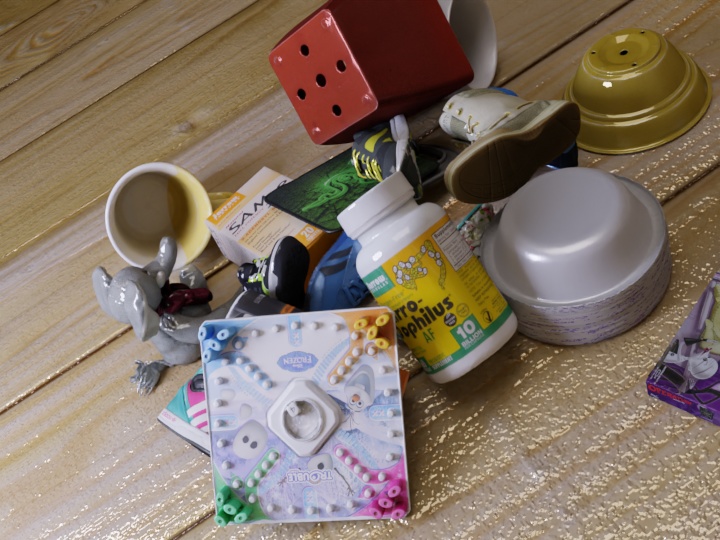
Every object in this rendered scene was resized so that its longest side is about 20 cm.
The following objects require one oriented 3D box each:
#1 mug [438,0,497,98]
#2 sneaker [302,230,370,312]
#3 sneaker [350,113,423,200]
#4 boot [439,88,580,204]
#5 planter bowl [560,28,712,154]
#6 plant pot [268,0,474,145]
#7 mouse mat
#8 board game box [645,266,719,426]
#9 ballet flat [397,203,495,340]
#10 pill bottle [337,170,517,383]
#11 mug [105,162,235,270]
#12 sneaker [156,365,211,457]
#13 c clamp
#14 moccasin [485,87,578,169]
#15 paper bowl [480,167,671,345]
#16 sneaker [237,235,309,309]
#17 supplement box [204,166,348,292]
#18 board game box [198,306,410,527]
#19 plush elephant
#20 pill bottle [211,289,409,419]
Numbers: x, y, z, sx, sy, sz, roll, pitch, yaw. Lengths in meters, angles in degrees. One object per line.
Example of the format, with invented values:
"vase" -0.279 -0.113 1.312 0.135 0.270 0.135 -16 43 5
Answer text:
"mug" 0.091 -0.354 1.200 0.172 0.205 0.147 -1 13 37
"sneaker" 0.000 0.000 0.995 0.077 0.067 0.202 12 55 32
"sneaker" 0.030 -0.132 1.016 0.083 0.076 0.201 -14 24 8
"boot" 0.141 -0.154 0.955 0.198 0.073 0.154 -33 37 -24
"planter bowl" 0.342 -0.249 1.037 0.196 0.084 0.203 -15 43 14
"plant pot" -0.002 -0.278 1.085 0.198 0.203 0.176 -21 13 45
"mouse mat" -0.012 -0.117 1.066 0.198 0.008 0.160 -33 38 -29
"board game box" 0.370 0.059 0.762 0.119 0.033 0.201 24 63 37
"ballet flat" 0.103 0.009 0.940 0.064 0.076 0.200 40 77 17
"pill bottle" 0.065 0.004 0.839 0.112 0.202 0.113 -34 1 1
"mug" -0.286 -0.078 1.191 0.152 0.184 0.153 -65 24 0
"sneaker" -0.133 0.156 0.906 0.198 0.084 0.122 18 68 41
"c clamp" 0.035 -0.137 1.104 0.197 0.028 0.170 -25 30 -21
"moccasin" 0.203 -0.175 1.056 0.080 0.068 0.200 -39 41 -1
"paper bowl" 0.227 -0.030 0.871 0.196 0.105 0.203 -16 42 15
"sneaker" -0.111 0.017 0.944 0.081 0.201 0.073 25 62 6
"supplement box" -0.105 -0.052 1.096 0.126 0.074 0.198 -44 43 -18
"board game box" -0.057 0.144 0.783 0.195 0.205 0.026 -5 2 8
"plush elephant" -0.253 0.036 1.028 0.163 0.156 0.201 20 59 40
"pill bottle" -0.049 0.104 0.848 0.196 0.107 0.107 22 55 5
